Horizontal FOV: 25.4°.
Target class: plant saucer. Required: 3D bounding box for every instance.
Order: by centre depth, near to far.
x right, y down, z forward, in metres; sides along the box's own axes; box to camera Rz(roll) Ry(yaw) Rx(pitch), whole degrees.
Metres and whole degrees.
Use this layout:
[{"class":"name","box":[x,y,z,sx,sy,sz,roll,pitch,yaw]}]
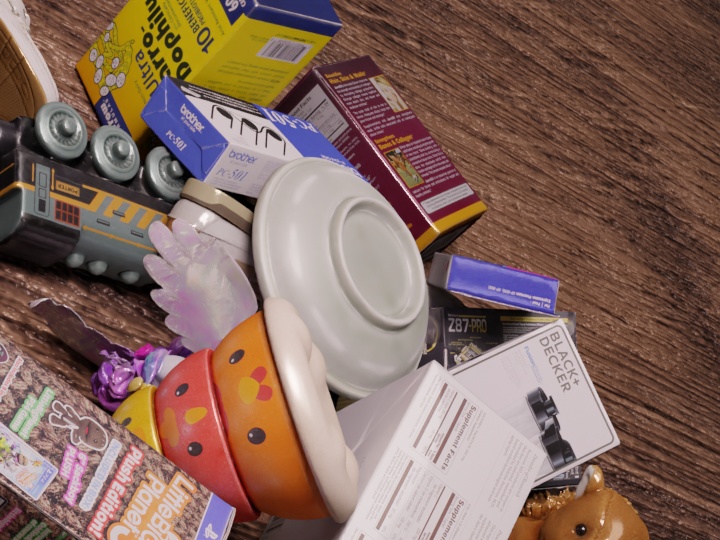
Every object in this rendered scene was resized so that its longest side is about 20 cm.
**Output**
[{"class":"plant saucer","box":[0.000,0.000,1.245,0.199,0.050,0.202,28,51,-42]}]

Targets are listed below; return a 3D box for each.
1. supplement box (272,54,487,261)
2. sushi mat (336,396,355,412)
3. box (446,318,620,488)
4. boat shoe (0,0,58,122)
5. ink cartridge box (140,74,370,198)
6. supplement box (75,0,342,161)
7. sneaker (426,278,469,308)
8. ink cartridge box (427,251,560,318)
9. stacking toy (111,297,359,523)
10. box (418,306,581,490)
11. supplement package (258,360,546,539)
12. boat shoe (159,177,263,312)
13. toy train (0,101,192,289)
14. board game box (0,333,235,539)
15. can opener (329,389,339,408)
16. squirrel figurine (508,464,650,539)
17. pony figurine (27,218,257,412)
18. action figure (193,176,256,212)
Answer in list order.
[{"class":"supplement box","box":[0.015,-0.102,1.545,0.201,0.086,0.110,53,32,8]},{"class":"sushi mat","box":[-0.068,0.107,1.285,0.199,0.012,0.096,-1,56,-50]},{"class":"box","box":[0.095,0.131,1.288,0.199,0.060,0.117,-22,84,-17]},{"class":"boat shoe","box":[-0.296,-0.199,1.288,0.201,0.071,0.069,53,34,11]},{"class":"ink cartridge box","box":[-0.083,-0.100,1.329,0.094,0.044,0.199,47,18,29]},{"class":"supplement box","box":[-0.131,-0.191,1.355,0.109,0.200,0.109,3,52,-49]},{"class":"sneaker","box":[0.032,0.050,1.434,0.087,0.075,0.199,45,23,24]},{"class":"ink cartridge box","box":[0.114,0.011,1.379,0.094,0.037,0.200,13,3,-3]},{"class":"stacking toy","box":[-0.109,0.114,0.997,0.146,0.198,0.147,-20,90,-89]},{"class":"box","box":[0.121,0.115,1.407,0.199,0.049,0.163,2,86,-48]},{"class":"supplement package","box":[0.011,0.190,1.096,0.111,0.156,0.201,39,56,-12]},{"class":"boat shoe","box":[-0.078,0.006,1.265,0.200,0.069,0.075,36,-11,-32]},{"class":"toy train","box":[-0.206,-0.050,1.228,0.199,0.085,0.115,21,58,-42]},{"class":"board game box","box":[-0.204,0.153,0.930,0.200,0.159,0.097,40,32,-14]},{"class":"can opener","box":[-0.040,0.138,1.227,0.079,0.063,0.202,44,34,-64]},{"class":"squirrel figurine","box":[0.151,0.221,1.260,0.142,0.187,0.200,48,31,1]},{"class":"pony figurine","box":[-0.130,0.082,1.131,0.193,0.166,0.201,44,38,-36]},{"class":"action figure","box":[-0.076,-0.026,1.371,0.200,0.069,0.131,38,28,-21]}]
